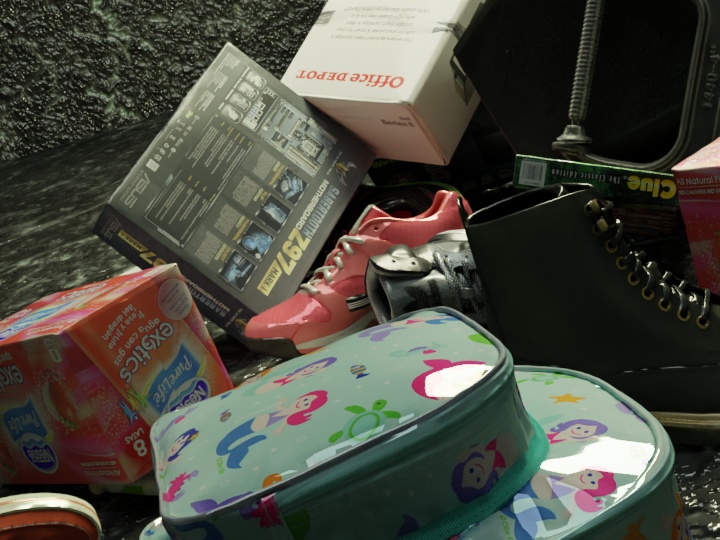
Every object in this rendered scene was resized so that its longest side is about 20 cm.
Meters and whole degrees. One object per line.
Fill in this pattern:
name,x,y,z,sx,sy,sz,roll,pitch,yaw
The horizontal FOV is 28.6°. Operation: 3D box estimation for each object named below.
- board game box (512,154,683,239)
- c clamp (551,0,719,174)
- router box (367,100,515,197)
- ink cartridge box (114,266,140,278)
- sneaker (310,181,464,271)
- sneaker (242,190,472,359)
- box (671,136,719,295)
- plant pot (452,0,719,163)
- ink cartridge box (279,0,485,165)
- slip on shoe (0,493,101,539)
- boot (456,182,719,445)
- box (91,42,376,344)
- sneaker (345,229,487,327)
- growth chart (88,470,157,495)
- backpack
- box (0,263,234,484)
board game box,0.160,-0.045,0.925,0.103,0.024,0.200,10,-2,13
c clamp,0.182,-0.151,0.989,0.169,0.203,0.027,4,-1,25
router box,0.091,-0.141,1.293,0.198,0.150,0.063,-19,47,18
ink cartridge box,-0.201,0.058,1.103,0.115,0.069,0.199,-3,21,47
sneaker,-0.005,-0.035,1.199,0.198,0.078,0.084,-11,11,32
sneaker,0.000,0.000,1.027,0.198,0.088,0.074,-21,13,-16
box,0.281,-0.031,0.766,0.095,0.101,0.199,-28,17,-37
plant pot,0.191,-0.151,1.095,0.177,0.201,0.199,-35,-18,13
ink cartridge box,0.041,-0.196,1.201,0.144,0.084,0.201,10,61,37
slip on shoe,-0.216,0.173,0.708,0.198,0.075,0.061,-20,47,-35
boot,0.150,0.011,0.688,0.198,0.140,0.078,-14,14,11
box,-0.095,-0.062,1.116,0.051,0.157,0.201,-44,14,53
sneaker,0.075,0.012,0.895,0.113,0.076,0.199,-18,7,-34
growth chart,-0.057,0.094,0.887,0.199,0.018,0.144,-29,18,-39
backpack,0.019,0.101,0.512,0.197,0.152,0.178,-15,12,-7
box,-0.178,0.071,0.902,0.094,0.104,0.199,-33,13,-35
